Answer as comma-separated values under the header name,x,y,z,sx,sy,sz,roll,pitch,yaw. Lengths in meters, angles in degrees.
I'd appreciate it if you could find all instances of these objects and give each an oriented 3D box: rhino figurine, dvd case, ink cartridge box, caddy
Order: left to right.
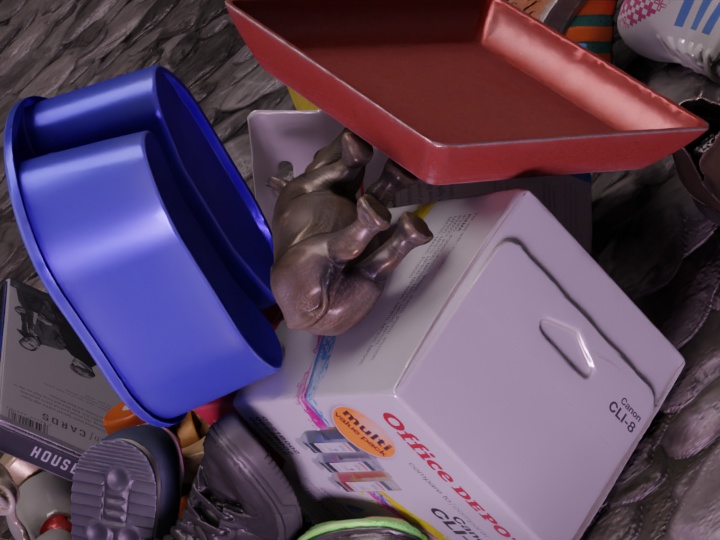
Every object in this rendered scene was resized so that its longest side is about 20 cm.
name,x,y,z,sx,sy,sz,roll,pitch,yaw
dvd case,-0.174,0.085,1.766,0.025,0.150,0.200,-59,17,22
caddy,-0.120,-0.011,1.424,0.105,0.200,0.141,-21,32,15
rhino figurine,-0.015,-0.029,1.435,0.087,0.060,0.200,-48,18,15
ink cartridge box,0.038,-0.070,1.596,0.200,0.115,0.068,-1,37,4
ink cartridge box,0.042,0.061,1.452,0.200,0.145,0.145,-9,42,55

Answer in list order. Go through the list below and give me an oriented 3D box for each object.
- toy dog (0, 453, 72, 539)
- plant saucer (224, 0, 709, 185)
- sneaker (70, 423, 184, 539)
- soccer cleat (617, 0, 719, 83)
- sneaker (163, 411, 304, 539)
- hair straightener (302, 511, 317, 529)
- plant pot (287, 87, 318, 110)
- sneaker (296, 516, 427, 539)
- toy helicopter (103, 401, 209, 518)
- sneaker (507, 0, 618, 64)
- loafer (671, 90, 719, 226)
name,x,y,z,sx,sy,sz,roll,pitch,yaw
toy dog,-0.210,0.178,1.705,0.096,0.132,0.200,-52,-9,14
plant saucer,0.054,-0.099,1.462,0.200,0.200,0.037,37,122,43
sneaker,-0.138,0.185,1.577,0.082,0.070,0.200,-35,-39,-68
soccer cleat,0.215,-0.144,1.616,0.200,0.070,0.086,-17,55,59
sneaker,-0.084,0.161,1.479,0.104,0.200,0.060,-34,61,-12
hair straightener,-0.077,0.157,1.616,0.200,0.041,0.077,-21,33,46
plant pot,0.033,-0.133,1.779,0.200,0.200,0.142,-22,56,41
sneaker,-0.036,0.209,1.446,0.200,0.077,0.084,-41,40,15
toy helicopter,-0.060,0.078,1.671,0.132,0.079,0.200,-19,14,30
sneaker,0.131,-0.148,1.716,0.071,0.080,0.200,11,67,50
loafer,0.217,-0.050,1.446,0.073,0.071,0.200,-47,23,-7
